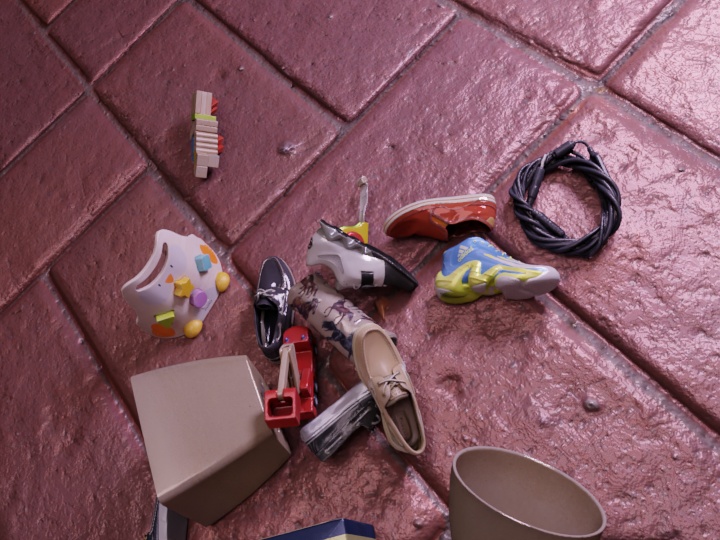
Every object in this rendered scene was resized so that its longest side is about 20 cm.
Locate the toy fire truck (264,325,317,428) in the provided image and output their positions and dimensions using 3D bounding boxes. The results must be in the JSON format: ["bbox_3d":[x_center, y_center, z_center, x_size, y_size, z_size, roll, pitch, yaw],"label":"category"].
[{"bbox_3d":[-0.105,0.163,1.025,0.047,0.142,0.204,-8,54,7],"label":"toy fire truck"}]

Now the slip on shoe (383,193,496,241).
[{"bbox_3d":[0.132,-0.080,1.103,0.195,0.074,0.063,-8,67,12],"label":"slip on shoe"}]

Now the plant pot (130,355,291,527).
[{"bbox_3d":[-0.219,0.250,1.028,0.174,0.201,0.203,-23,59,-5],"label":"plant pot"}]

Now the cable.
[{"bbox_3d":[0.327,-0.110,1.051,0.160,0.051,0.204,-19,62,12],"label":"cable"}]

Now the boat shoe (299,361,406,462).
[{"bbox_3d":[0.000,0.219,1.025,0.198,0.072,0.072,-37,84,-3],"label":"boat shoe"}]

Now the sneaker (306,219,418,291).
[{"bbox_3d":[0.000,0.000,1.084,0.197,0.074,0.090,27,97,-12],"label":"sneaker"}]

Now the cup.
[{"bbox_3d":[0.193,0.340,0.835,0.197,0.199,0.147,20,101,27],"label":"cup"}]

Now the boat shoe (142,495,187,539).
[{"bbox_3d":[-0.330,0.444,1.040,0.088,0.071,0.205,-10,66,11],"label":"boat shoe"}]

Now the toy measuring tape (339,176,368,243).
[{"bbox_3d":[-0.023,-0.077,1.153,0.072,0.074,0.205,-4,71,19],"label":"toy measuring tape"}]

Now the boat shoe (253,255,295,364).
[{"bbox_3d":[-0.154,0.058,1.152,0.071,0.063,0.205,-13,63,15],"label":"boat shoe"}]

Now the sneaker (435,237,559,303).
[{"bbox_3d":[0.212,-0.011,1.036,0.195,0.076,0.108,-5,64,20],"label":"sneaker"}]

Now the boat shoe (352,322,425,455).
[{"bbox_3d":[0.047,0.174,0.964,0.071,0.065,0.205,-21,95,-18],"label":"boat shoe"}]

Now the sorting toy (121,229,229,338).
[{"bbox_3d":[-0.341,0.019,1.174,0.105,0.180,0.203,23,77,28],"label":"sorting toy"}]

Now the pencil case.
[{"bbox_3d":[-0.028,0.085,1.079,0.199,0.089,0.079,37,110,27],"label":"pencil case"}]

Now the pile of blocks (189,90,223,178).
[{"bbox_3d":[-0.322,-0.283,1.384,0.061,0.082,0.205,3,71,-25],"label":"pile of blocks"}]

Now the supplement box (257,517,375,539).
[{"bbox_3d":[-0.071,0.468,0.893,0.195,0.134,0.204,-18,62,12],"label":"supplement box"}]
